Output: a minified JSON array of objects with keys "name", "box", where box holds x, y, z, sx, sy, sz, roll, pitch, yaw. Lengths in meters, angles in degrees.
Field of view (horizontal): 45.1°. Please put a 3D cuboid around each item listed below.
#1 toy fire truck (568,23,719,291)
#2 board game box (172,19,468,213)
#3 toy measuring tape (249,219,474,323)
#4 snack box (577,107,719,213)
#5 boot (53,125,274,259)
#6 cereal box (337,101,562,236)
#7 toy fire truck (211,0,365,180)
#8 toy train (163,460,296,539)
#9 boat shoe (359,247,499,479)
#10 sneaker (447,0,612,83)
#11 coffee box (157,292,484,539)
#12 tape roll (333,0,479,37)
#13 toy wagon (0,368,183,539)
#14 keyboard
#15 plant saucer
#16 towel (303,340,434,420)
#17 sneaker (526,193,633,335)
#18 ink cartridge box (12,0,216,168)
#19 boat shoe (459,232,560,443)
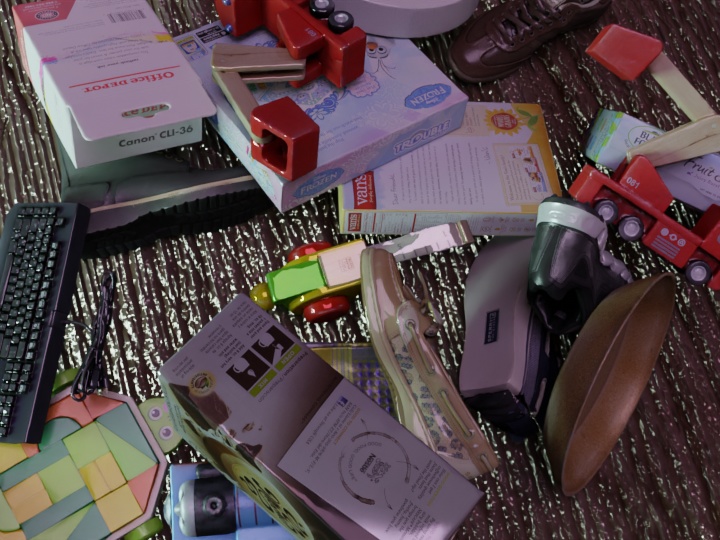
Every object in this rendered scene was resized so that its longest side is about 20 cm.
[{"name":"toy fire truck","box":[0.246,-0.091,0.702,0.200,0.049,0.141,33,104,-1]},{"name":"board game box","box":[-0.041,-0.170,0.792,0.200,0.043,0.199,-28,62,-23]},{"name":"toy measuring tape","box":[0.000,0.000,0.765,0.199,0.074,0.074,-17,75,-4]},{"name":"snack box","box":[0.307,-0.085,0.794,0.199,0.142,0.053,25,103,2]},{"name":"boot","box":[-0.177,-0.103,0.781,0.199,0.078,0.139,-13,70,-12]},{"name":"cereal box","box":[0.078,-0.097,0.802,0.199,0.040,0.144,1,53,-4]},{"name":"toy fire truck","box":[-0.074,-0.178,0.729,0.141,0.049,0.200,-36,65,-26]},{"name":"toy train","box":[-0.051,0.174,0.663,0.199,0.114,0.087,-2,73,-8]},{"name":"boat shoe","box":[0.051,0.072,0.694,0.062,0.073,0.201,-19,88,9]},{"name":"sneaker","box":[0.174,-0.260,0.868,0.200,0.076,0.071,-32,79,-15]},{"name":"coffee box","box":[-0.030,0.123,0.563,0.200,0.113,0.080,38,64,15]},{"name":"tape roll","box":[0.026,-0.305,0.851,0.202,0.037,0.203,6,53,-7]},{"name":"toy wagon","box":[-0.221,0.157,0.710,0.200,0.040,0.155,-30,79,-14]},{"name":"keyboard","box":[-0.253,0.039,0.700,0.127,0.021,0.201,2,74,12]},{"name":"plant saucer","box":[0.201,0.088,0.715,0.035,0.200,0.200,26,69,29]},{"name":"towel","box":[-0.001,0.156,0.746,0.143,0.023,0.201,3,72,-7]},{"name":"sneaker","box":[0.179,0.016,0.730,0.066,0.200,0.091,16,77,30]},{"name":"ink cartridge box","box":[-0.212,-0.160,0.749,0.116,0.068,0.200,-18,52,-24]},{"name":"boat shoe","box":[0.142,0.058,0.777,0.093,0.075,0.200,46,45,-33]}]
